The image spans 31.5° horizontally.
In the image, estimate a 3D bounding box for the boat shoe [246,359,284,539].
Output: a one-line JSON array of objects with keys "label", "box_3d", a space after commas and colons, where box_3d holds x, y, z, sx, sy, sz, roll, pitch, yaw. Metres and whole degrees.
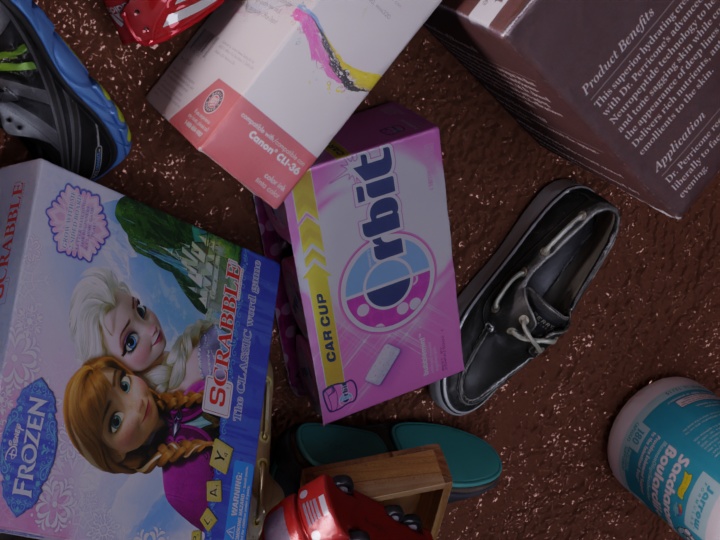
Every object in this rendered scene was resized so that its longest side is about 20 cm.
[{"label": "boat shoe", "box_3d": [-0.085, 0.150, 0.868, 0.066, 0.074, 0.201, 1, 90, -36]}]

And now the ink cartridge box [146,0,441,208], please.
[{"label": "ink cartridge box", "box_3d": [-0.029, -0.148, 0.762, 0.067, 0.116, 0.200, 37, 93, -33]}]

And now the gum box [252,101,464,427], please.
[{"label": "gum box", "box_3d": [0.000, 0.000, 0.873, 0.113, 0.066, 0.201, -19, 119, -19]}]

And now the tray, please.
[{"label": "tray", "box_3d": [0.001, 0.201, 0.928, 0.098, 0.037, 0.201, -8, 140, -15]}]

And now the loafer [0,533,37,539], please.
[{"label": "loafer", "box_3d": [-0.282, 0.224, 0.824, 0.200, 0.073, 0.072, -36, 121, -9]}]

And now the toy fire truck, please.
[{"label": "toy fire truck", "box_3d": [-0.020, 0.213, 0.864, 0.141, 0.049, 0.200, -33, 141, 16]}]

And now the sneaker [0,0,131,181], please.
[{"label": "sneaker", "box_3d": [-0.209, -0.116, 0.712, 0.083, 0.071, 0.200, -45, 127, -10]}]

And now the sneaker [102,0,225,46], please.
[{"label": "sneaker", "box_3d": [-0.153, -0.180, 0.710, 0.199, 0.078, 0.116, -3, 112, -25]}]

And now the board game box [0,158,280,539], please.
[{"label": "board game box", "box_3d": [-0.137, 0.063, 0.750, 0.199, 0.041, 0.201, 24, 66, -47]}]

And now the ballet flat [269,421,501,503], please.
[{"label": "ballet flat", "box_3d": [0.014, 0.150, 0.954, 0.199, 0.073, 0.073, 9, 107, -36]}]

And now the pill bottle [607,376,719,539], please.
[{"label": "pill bottle", "box_3d": [0.296, 0.174, 1.022, 0.110, 0.200, 0.111, -10, 116, -23]}]

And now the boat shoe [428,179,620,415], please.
[{"label": "boat shoe", "box_3d": [0.120, 0.027, 0.949, 0.071, 0.064, 0.201, 26, 98, -33]}]

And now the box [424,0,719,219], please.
[{"label": "box", "box_3d": [0.157, -0.172, 0.819, 0.200, 0.164, 0.166, 39, 92, -34]}]
